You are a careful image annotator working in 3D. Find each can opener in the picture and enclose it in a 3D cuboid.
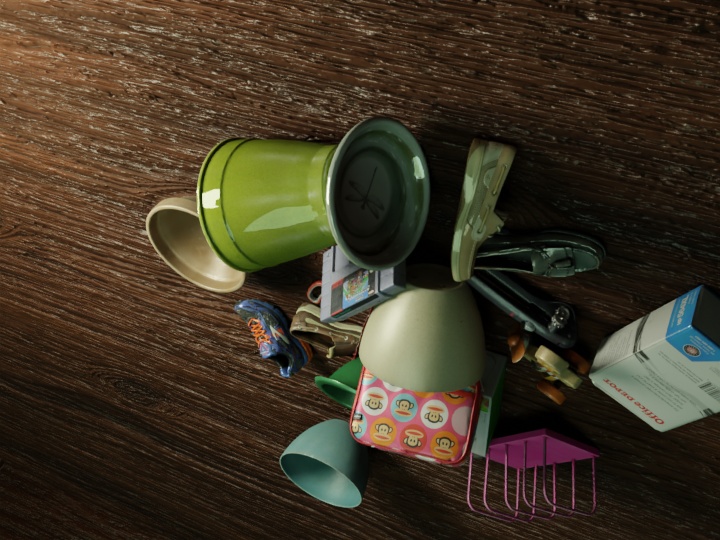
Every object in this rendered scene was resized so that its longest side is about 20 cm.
[{"bbox_3d":[0.236,0.051,1.126,0.200,0.063,0.079,33,144,-2],"label":"can opener"}]

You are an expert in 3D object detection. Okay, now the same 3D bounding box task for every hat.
[{"bbox_3d":[0.029,0.159,1.366,0.166,0.176,0.200,30,161,-5],"label":"hat"}]

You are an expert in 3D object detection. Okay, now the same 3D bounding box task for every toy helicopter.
[{"bbox_3d":[0.271,0.128,1.124,0.132,0.079,0.200,38,179,14],"label":"toy helicopter"}]

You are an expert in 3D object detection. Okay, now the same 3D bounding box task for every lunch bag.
[{"bbox_3d":[0.094,0.210,1.213,0.200,0.176,0.082,10,166,16],"label":"lunch bag"}]

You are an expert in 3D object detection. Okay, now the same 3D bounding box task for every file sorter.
[{"bbox_3d":[0.306,0.378,1.368,0.139,0.126,0.200,24,149,-27],"label":"file sorter"}]

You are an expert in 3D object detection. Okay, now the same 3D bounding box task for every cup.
[{"bbox_3d":[0.102,0.074,1.166,0.200,0.200,0.143,15,117,21],"label":"cup"}]

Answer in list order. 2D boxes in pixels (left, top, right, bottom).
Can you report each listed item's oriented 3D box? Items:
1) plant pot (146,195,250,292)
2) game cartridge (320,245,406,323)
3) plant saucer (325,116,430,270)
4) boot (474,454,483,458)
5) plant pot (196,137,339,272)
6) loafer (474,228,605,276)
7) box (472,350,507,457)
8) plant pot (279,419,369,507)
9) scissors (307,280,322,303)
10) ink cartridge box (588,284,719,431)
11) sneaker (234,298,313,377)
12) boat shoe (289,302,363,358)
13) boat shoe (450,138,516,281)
[{"bbox_3d":[-0.265,-0.063,1.327,0.201,0.093,0.201,19,141,16],"label":"plant pot"},{"bbox_3d":[0.000,0.000,1.184,0.038,0.130,0.200,21,150,-29],"label":"game cartridge"},{"bbox_3d":[0.014,-0.101,1.001,0.050,0.200,0.200,9,138,42],"label":"plant saucer"},{"bbox_3d":[0.148,0.320,1.501,0.200,0.068,0.131,9,143,29],"label":"boot"},{"bbox_3d":[-0.092,-0.102,1.081,0.193,0.200,0.200,-3,131,32],"label":"plant pot"},{"bbox_3d":[0.233,-0.016,1.052,0.200,0.063,0.072,7,137,30],"label":"loafer"},{"bbox_3d":[0.158,0.216,1.347,0.176,0.097,0.200,16,141,17],"label":"box"},{"bbox_3d":[-0.061,0.414,1.692,0.200,0.135,0.200,19,141,16],"label":"plant pot"},{"bbox_3d":[-0.036,0.021,1.325,0.073,0.014,0.200,37,145,-3],"label":"scissors"},{"bbox_3d":[0.443,0.128,1.050,0.146,0.084,0.200,37,144,-6],"label":"ink cartridge box"},{"bbox_3d":[-0.176,0.132,1.499,0.075,0.078,0.200,-21,119,46],"label":"sneaker"},{"bbox_3d":[-0.038,0.137,1.409,0.202,0.075,0.075,23,143,11],"label":"boat shoe"},{"bbox_3d":[0.161,-0.071,1.000,0.064,0.071,0.200,11,119,9],"label":"boat shoe"}]
